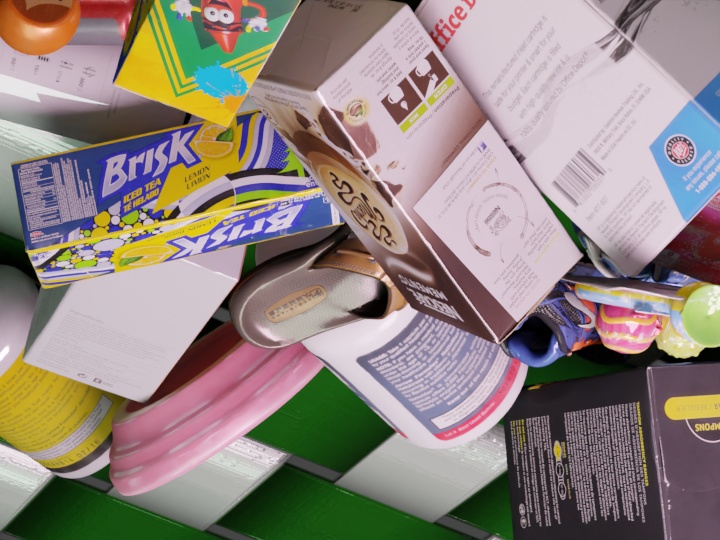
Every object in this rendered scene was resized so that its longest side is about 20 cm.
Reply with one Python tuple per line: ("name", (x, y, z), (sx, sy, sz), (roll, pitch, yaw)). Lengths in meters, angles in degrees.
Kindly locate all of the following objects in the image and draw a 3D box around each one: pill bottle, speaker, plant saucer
("pill bottle", (0.020, 0.026, 1.715), (0.119, 0.120, 0.200), (-13, 140, 32))
("pill bottle", (-0.263, 0.065, 1.869), (0.111, 0.112, 0.200), (-15, 140, 35))
("speaker", (-0.203, -0.130, 1.580), (0.199, 0.082, 0.081), (15, 147, -6))
("plant saucer", (-0.108, 0.085, 1.801), (0.200, 0.200, 0.051), (-27, 102, 44))

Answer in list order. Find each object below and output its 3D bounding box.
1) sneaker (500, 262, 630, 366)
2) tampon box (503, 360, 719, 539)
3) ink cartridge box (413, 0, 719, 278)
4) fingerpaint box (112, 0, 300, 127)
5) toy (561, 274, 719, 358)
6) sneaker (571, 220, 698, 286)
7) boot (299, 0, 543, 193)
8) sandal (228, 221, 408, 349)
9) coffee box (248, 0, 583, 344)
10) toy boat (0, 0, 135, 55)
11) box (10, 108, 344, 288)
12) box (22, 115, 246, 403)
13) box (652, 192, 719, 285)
("sneaker", (0.127, 0.033, 1.698), (0.075, 0.079, 0.200), (-13, 154, 34))
("tampon box", (0.212, 0.131, 1.717), (0.149, 0.127, 0.200), (-3, 174, -28))
("ink cartridge box", (0.137, -0.118, 1.415), (0.200, 0.084, 0.146), (45, 145, 5))
("fingerpaint box", (-0.058, -0.207, 1.306), (0.073, 0.201, 0.167), (20, 147, -11))
("toy", (0.180, 0.029, 1.500), (0.114, 0.048, 0.200), (8, 179, -11))
("sneaker", (0.187, -0.014, 1.640), (0.075, 0.077, 0.200), (-14, 141, 32))
("boot", (0.049, -0.121, 1.540), (0.199, 0.066, 0.165), (33, 140, -23))
("sandal", (0.000, 0.000, 1.584), (0.199, 0.055, 0.082), (-27, 121, 17))
("coffee box", (0.029, -0.062, 1.459), (0.200, 0.080, 0.113), (52, 165, -25))
("toy boat", (-0.181, -0.184, 1.442), (0.130, 0.131, 0.200), (2, 146, 14))
("box", (-0.112, -0.048, 1.540), (0.199, 0.065, 0.070), (-12, 161, -2))
("box", (-0.149, -0.015, 1.700), (0.097, 0.125, 0.200), (20, 147, -14))
("box", (0.291, -0.034, 1.556), (0.199, 0.100, 0.096), (20, 147, -13))
